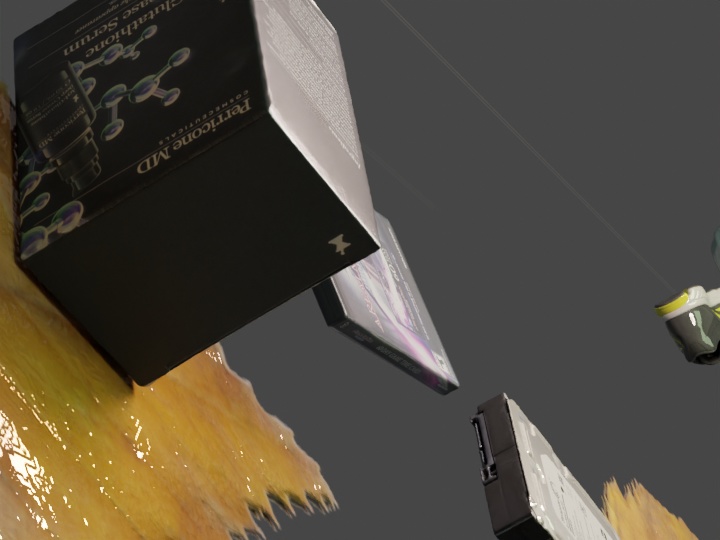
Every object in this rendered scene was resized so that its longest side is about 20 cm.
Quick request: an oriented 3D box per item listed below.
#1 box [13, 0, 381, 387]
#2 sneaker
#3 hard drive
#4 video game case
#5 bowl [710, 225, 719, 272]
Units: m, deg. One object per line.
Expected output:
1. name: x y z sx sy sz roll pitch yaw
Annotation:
1. box: -0.088 -0.067 1.325 0.107 0.148 0.200 50 17 -35
2. sneaker: 0.387 0.069 2.921 0.200 0.074 0.085 4 63 -63
3. hard drive: 0.150 0.198 1.876 0.200 0.038 0.140 51 17 -32
4. video game case: 0.000 0.000 1.775 0.200 0.019 0.143 35 29 -62
5. bowl: 0.555 -0.008 3.569 0.201 0.105 0.201 55 15 -22
